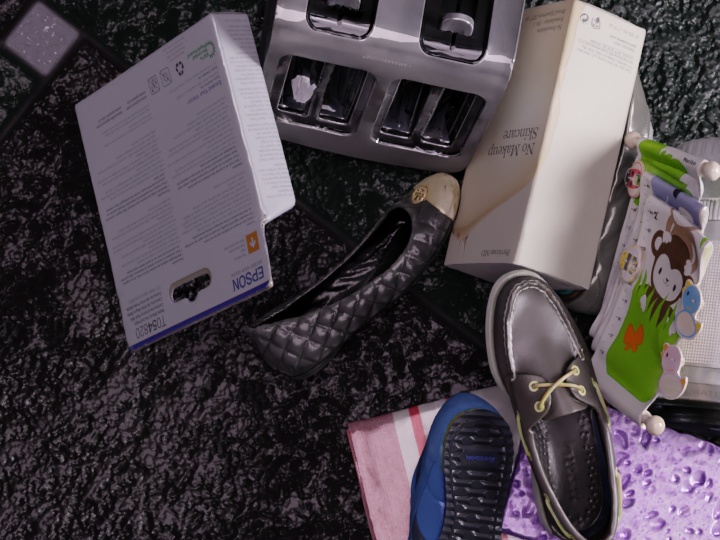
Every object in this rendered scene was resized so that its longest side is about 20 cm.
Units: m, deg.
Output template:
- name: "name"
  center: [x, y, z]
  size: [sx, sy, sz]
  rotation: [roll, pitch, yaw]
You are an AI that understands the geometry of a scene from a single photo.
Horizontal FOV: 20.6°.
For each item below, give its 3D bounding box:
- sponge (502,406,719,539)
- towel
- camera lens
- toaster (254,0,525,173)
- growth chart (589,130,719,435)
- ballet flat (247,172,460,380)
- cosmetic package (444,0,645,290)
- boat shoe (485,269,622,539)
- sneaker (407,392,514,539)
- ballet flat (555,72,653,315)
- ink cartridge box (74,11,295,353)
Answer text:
- name: "sponge"
  center: [0.208, 0.169, 1.460]
  size: [0.198, 0.030, 0.113]
  rotation: [19, 79, 3]
- name: "towel"
  center: [0.100, 0.161, 1.488]
  size: [0.198, 0.023, 0.146]
  rotation: [-14, 79, -3]
- name: "camera lens"
  center: [0.283, 0.019, 1.435]
  size: [0.158, 0.160, 0.202]
  rotation: [9, 81, 2]
- name: "toaster"
  center: [0.014, -0.169, 1.452]
  size: [0.179, 0.200, 0.120]
  rotation: [12, 66, -6]
- name: "growth chart"
  center: [0.204, 0.007, 1.399]
  size: [0.018, 0.145, 0.202]
  rotation: [12, 94, -23]
- name: "ballet flat"
  center: [0.000, 0.000, 1.486]
  size: [0.200, 0.066, 0.057]
  rotation: [-46, 119, -3]
- name: "cosmetic package"
  center: [0.136, -0.091, 1.475]
  size: [0.073, 0.103, 0.202]
  rotation: [19, 79, -27]
- name: "boat shoe"
  center: [0.141, 0.098, 1.399]
  size: [0.071, 0.061, 0.203]
  rotation: [-18, 99, -10]
- name: "sneaker"
  center: [0.064, 0.189, 1.446]
  size: [0.065, 0.078, 0.202]
  rotation: [10, 94, -15]
- name: "ballet flat"
  center: [0.194, -0.063, 1.506]
  size: [0.063, 0.067, 0.202]
  rotation: [15, 82, -23]
- name: "ink cartridge box"
  center: [-0.126, -0.060, 1.449]
  size: [0.040, 0.199, 0.202]
  rotation: [-5, 78, -40]
